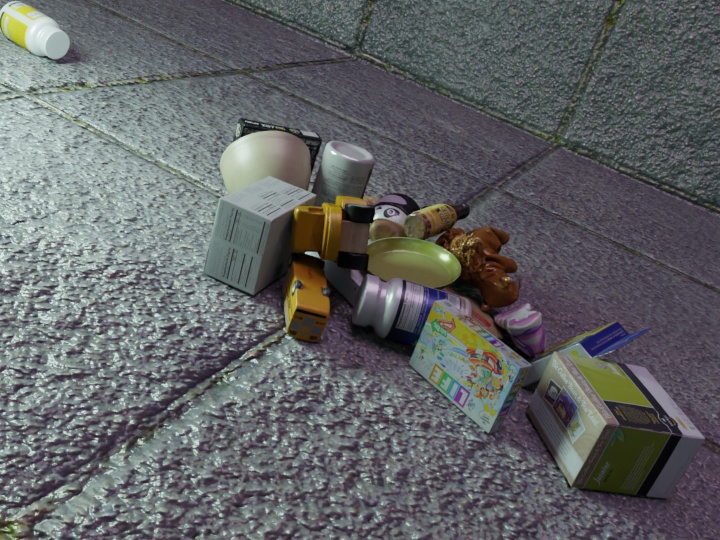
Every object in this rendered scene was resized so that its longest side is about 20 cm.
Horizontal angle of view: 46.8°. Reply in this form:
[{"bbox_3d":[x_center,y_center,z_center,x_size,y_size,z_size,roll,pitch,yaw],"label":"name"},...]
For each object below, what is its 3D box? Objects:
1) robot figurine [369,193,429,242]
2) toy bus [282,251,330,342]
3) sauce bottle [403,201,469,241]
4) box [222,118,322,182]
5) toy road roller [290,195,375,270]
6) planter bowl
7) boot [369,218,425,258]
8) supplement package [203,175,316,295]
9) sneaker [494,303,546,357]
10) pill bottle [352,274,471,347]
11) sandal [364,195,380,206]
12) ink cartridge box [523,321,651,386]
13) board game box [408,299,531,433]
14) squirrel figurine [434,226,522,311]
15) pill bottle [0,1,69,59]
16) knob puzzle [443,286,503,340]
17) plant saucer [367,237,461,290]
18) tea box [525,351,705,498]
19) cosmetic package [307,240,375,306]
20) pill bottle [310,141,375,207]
[{"bbox_3d":[0.071,-0.107,1.886,0.125,0.150,0.200,35,25,2],"label":"robot figurine"},{"bbox_3d":[-0.100,0.041,1.500,0.065,0.078,0.200,15,25,-16],"label":"toy bus"},{"bbox_3d":[0.171,-0.115,1.806,0.066,0.066,0.200,32,34,25],"label":"sauce bottle"},{"bbox_3d":[-0.206,-0.259,1.951,0.200,0.161,0.049,5,27,-27],"label":"box"},{"bbox_3d":[-0.059,-0.077,1.565,0.146,0.123,0.200,6,8,-9],"label":"toy road roller"},{"bbox_3d":[-0.197,-0.184,1.798,0.200,0.200,0.135,7,54,-28],"label":"planter bowl"},{"bbox_3d":[0.102,-0.043,1.759,0.200,0.074,0.075,37,2,-5],"label":"boot"},{"bbox_3d":[-0.187,-0.070,1.569,0.111,0.156,0.200,23,24,13],"label":"supplement package"},{"bbox_3d":[0.327,0.124,1.673,0.080,0.089,0.200,-25,6,3],"label":"sneaker"},{"bbox_3d":[0.092,0.079,1.524,0.200,0.116,0.116,17,24,-7],"label":"pill bottle"},{"bbox_3d":[-0.019,-0.189,2.060,0.211,0.070,0.078,-2,32,-41],"label":"sandal"},{"bbox_3d":[0.416,0.145,1.558,0.197,0.200,0.047,-14,75,-52],"label":"ink cartridge box"},{"bbox_3d":[0.180,0.158,1.402,0.034,0.135,0.200,-6,34,-44],"label":"board game box"},{"bbox_3d":[0.251,-0.002,1.779,0.200,0.142,0.187,26,30,-33],"label":"squirrel figurine"},{"bbox_3d":[-0.909,-0.666,2.325,0.200,0.111,0.111,32,27,25],"label":"pill bottle"},{"bbox_3d":[0.202,0.088,1.688,0.219,0.030,0.220,30,18,-10],"label":"knob puzzle"},{"bbox_3d":[0.099,-0.006,1.652,0.200,0.031,0.200,6,29,-3],"label":"plant saucer"},{"bbox_3d":[0.415,0.254,1.384,0.196,0.134,0.200,13,25,-19],"label":"tea box"},{"bbox_3d":[0.000,0.000,1.699,0.151,0.052,0.200,2,29,-38],"label":"cosmetic package"},{"bbox_3d":[-0.050,-0.174,1.844,0.114,0.200,0.114,17,24,-8],"label":"pill bottle"}]
